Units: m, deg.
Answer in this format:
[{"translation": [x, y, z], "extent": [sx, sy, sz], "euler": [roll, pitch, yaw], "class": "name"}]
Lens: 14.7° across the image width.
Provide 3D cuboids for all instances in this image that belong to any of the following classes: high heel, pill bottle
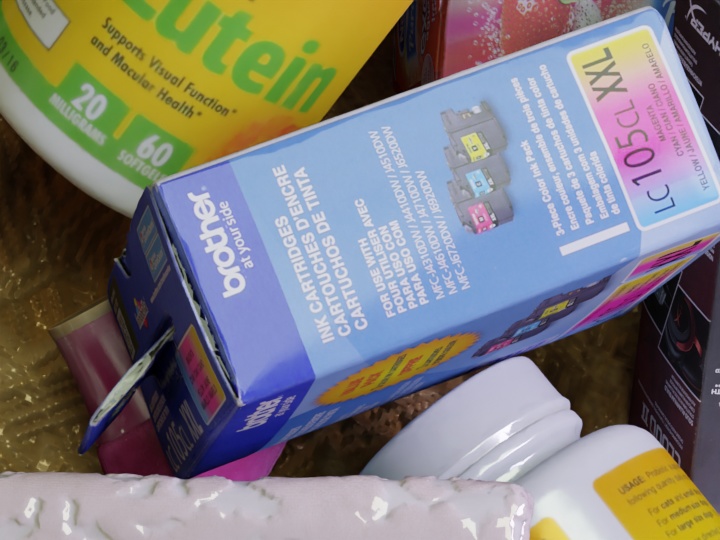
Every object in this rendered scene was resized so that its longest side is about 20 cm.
[{"translation": [-0.008, 0.021, 0.974], "extent": [0.200, 0.067, 0.096], "euler": [-29, 95, -33], "class": "high heel"}, {"translation": [0.086, 0.128, 0.903], "extent": [0.109, 0.109, 0.200], "euler": [-32, 73, -24], "class": "pill bottle"}, {"translation": [-0.030, -0.118, 0.917], "extent": [0.111, 0.200, 0.111], "euler": [34, 19, -14], "class": "pill bottle"}]

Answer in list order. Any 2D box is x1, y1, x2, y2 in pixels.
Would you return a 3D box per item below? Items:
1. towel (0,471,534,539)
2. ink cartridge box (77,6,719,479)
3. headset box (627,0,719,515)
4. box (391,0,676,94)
[{"translation": [-0.048, 0.156, 0.833], "extent": [0.199, 0.032, 0.192], "euler": [0, 88, 9], "class": "towel"}, {"translation": [0.000, 0.000, 0.871], "extent": [0.200, 0.136, 0.076], "euler": [-19, 80, -14], "class": "ink cartridge box"}, {"translation": [0.177, -0.001, 0.955], "extent": [0.148, 0.200, 0.075], "euler": [-2, 25, -11], "class": "headset box"}, {"translation": [0.118, -0.096, 1.011], "extent": [0.199, 0.100, 0.096], "euler": [3, 101, -9], "class": "box"}]
